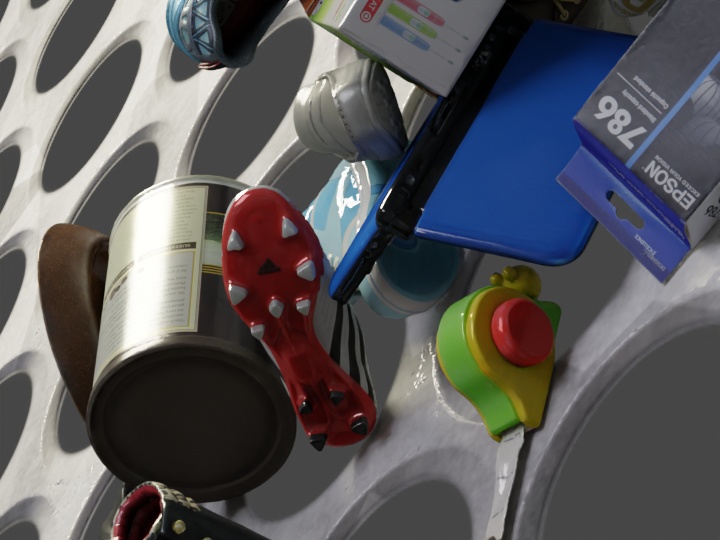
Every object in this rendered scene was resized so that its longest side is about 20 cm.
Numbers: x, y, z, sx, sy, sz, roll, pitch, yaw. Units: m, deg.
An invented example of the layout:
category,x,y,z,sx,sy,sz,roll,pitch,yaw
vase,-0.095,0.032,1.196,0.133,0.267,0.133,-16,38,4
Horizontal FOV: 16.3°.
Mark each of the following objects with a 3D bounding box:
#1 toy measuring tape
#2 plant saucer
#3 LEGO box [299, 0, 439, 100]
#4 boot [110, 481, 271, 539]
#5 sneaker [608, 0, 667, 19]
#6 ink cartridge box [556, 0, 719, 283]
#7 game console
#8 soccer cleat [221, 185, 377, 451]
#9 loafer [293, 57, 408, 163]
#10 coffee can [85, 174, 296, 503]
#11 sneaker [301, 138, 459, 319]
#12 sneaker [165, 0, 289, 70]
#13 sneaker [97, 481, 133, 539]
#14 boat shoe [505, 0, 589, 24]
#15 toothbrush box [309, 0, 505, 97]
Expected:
category,x,y,z,sx,sy,sz,roll,pitch,yaw
toy measuring tape,0.071,0.075,1.489,0.074,0.073,0.200,-31,35,48
plant saucer,-0.184,0.053,1.922,0.034,0.200,0.200,-20,36,16
LEGO box,0.021,-0.212,1.853,0.077,0.149,0.200,-53,23,13
boot,-0.062,0.202,1.495,0.074,0.154,0.204,-58,23,2
sneaker,0.201,-0.185,1.559,0.116,0.074,0.200,-48,16,30
ink cartridge box,0.195,-0.099,1.429,0.099,0.039,0.200,45,108,26
game console,0.089,-0.060,1.588,0.200,0.118,0.171,-59,1,-35
soccer cleat,-0.039,0.025,1.645,0.068,0.200,0.085,-18,27,12
loafer,-0.009,-0.099,1.648,0.070,0.070,0.200,-18,0,1
coffee can,-0.117,0.047,1.816,0.146,0.146,0.200,-45,26,29
sneaker,0.000,0.000,1.731,0.131,0.079,0.200,-51,20,26
sneaker,-0.060,-0.228,1.771,0.200,0.079,0.096,-64,31,13
sneaker,-0.164,0.237,1.793,0.091,0.076,0.200,-56,14,32
boat shoe,0.128,-0.201,1.724,0.200,0.072,0.059,-60,19,-19
toothbrush box,0.046,-0.200,1.637,0.146,0.086,0.200,-58,10,4
